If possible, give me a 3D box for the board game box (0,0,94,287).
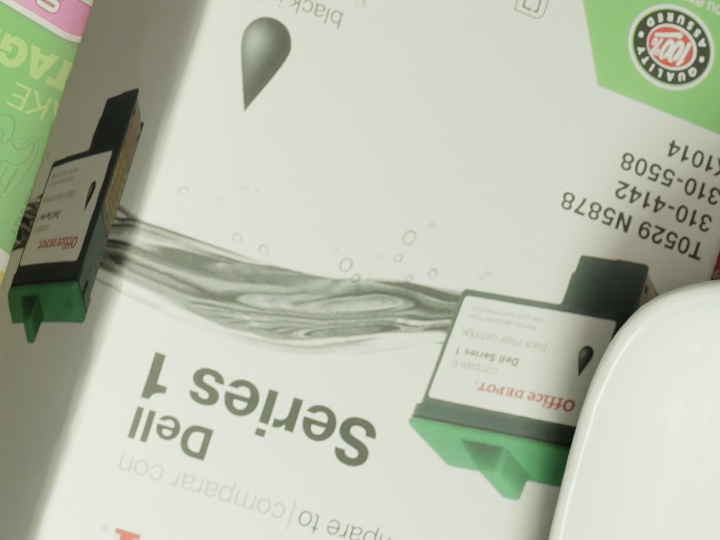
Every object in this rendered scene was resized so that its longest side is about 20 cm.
[{"bbox_3d":[-0.142,-0.051,0.725,0.200,0.040,0.153,24,90,-8],"label":"board game box"}]

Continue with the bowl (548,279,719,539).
[{"bbox_3d":[0.138,0.104,0.636,0.200,0.075,0.200,11,97,25],"label":"bowl"}]

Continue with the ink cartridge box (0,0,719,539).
[{"bbox_3d":[0.000,0.000,0.689,0.146,0.084,0.200,18,87,-23],"label":"ink cartridge box"}]

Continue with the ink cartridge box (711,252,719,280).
[{"bbox_3d":[0.163,0.036,0.769,0.116,0.067,0.200,-30,95,-23],"label":"ink cartridge box"}]
